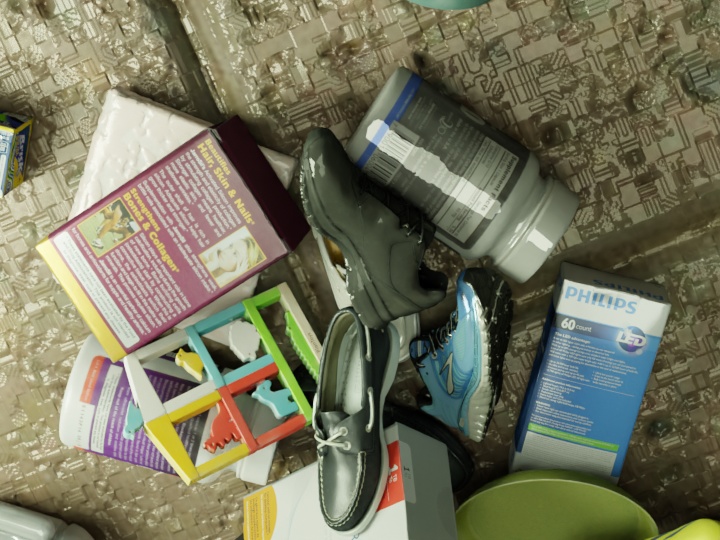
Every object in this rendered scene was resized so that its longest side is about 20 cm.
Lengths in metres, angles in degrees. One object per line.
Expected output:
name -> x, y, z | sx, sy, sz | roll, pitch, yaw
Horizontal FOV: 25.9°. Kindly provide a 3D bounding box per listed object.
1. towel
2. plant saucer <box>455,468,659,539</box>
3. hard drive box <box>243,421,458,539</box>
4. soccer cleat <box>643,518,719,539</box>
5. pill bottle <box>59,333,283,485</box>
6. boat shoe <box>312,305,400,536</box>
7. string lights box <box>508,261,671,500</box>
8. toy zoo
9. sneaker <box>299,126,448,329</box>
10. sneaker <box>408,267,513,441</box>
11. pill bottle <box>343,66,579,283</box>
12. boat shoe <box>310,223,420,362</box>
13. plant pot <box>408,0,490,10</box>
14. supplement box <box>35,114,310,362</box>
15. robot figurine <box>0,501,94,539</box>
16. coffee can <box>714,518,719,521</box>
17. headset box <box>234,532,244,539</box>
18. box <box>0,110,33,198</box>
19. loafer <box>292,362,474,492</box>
towel -> -0.175, -0.049, 1.468 | 0.190, 0.032, 0.201 | 20, 108, -2
plant saucer -> 0.182, 0.243, 1.480 | 0.199, 0.031, 0.201 | 4, 138, 4
hard drive box -> -0.010, 0.252, 1.428 | 0.200, 0.157, 0.077 | -30, 140, 31
soccer cleat -> 0.250, 0.278, 1.431 | 0.083, 0.065, 0.200 | 17, 144, -37
pill bottle -> -0.174, 0.137, 1.481 | 0.199, 0.111, 0.112 | 16, 107, 1
boat shoe -> -0.014, 0.131, 1.387 | 0.075, 0.060, 0.201 | -10, 66, 35
string lights box -> 0.212, 0.104, 1.461 | 0.102, 0.059, 0.201 | 14, 107, 1
toy zoo -> -0.125, 0.107, 1.426 | 0.199, 0.020, 0.132 | -26, 76, -20
sneaker -> 0.013, -0.043, 1.341 | 0.090, 0.076, 0.200 | -14, 125, 21
sneaker -> 0.085, 0.077, 1.431 | 0.089, 0.079, 0.201 | 15, 134, 12
pill bottle -> 0.087, -0.081, 1.390 | 0.200, 0.114, 0.114 | 33, 107, -5
boat shoe -> 0.000, 0.000, 1.445 | 0.071, 0.070, 0.201 | -18, 104, 10
plant pot -> 0.075, -0.304, 1.301 | 0.199, 0.201, 0.135 | 14, 134, 1
supplement box -> -0.166, -0.030, 1.399 | 0.199, 0.103, 0.131 | -31, 97, 14
robot figurine -> -0.341, 0.292, 1.541 | 0.199, 0.113, 0.170 | 16, 135, 1
coffee can -> 0.378, 0.352, 1.472 | 0.145, 0.146, 0.201 | 5, 107, 4
headset box -> -0.100, 0.356, 1.557 | 0.149, 0.077, 0.200 | -39, 101, 15
box -> -0.411, -0.128, 1.450 | 0.199, 0.064, 0.070 | 15, 107, 2
loafer -> 0.017, 0.156, 1.489 | 0.200, 0.070, 0.068 | 31, 107, -4
